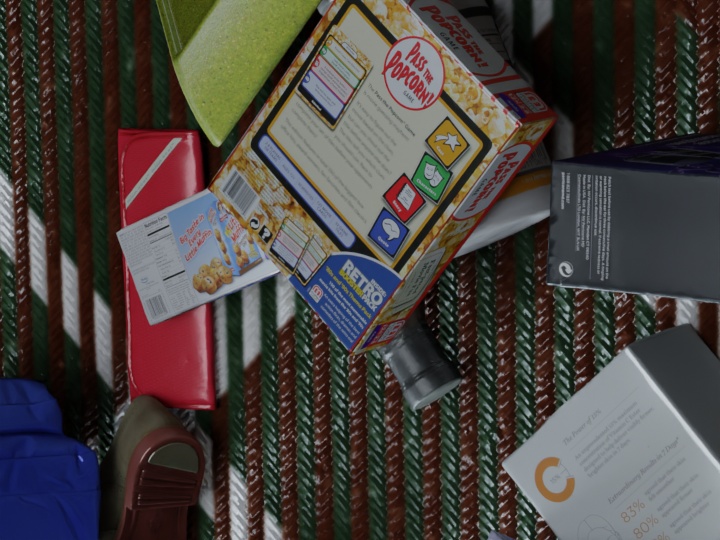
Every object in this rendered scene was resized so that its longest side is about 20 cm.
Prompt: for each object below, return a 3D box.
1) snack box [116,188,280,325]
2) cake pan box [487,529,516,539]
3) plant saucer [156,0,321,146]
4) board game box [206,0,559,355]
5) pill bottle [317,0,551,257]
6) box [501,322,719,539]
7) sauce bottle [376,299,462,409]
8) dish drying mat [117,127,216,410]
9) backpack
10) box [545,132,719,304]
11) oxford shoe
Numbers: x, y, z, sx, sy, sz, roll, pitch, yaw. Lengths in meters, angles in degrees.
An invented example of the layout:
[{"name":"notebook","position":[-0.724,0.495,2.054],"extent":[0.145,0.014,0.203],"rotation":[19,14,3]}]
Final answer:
[{"name":"snack box","position":[-0.095,-0.020,1.798],"extent":[0.200,0.024,0.072],"rotation":[-22,87,49]},{"name":"cake pan box","position":[0.091,0.270,1.626],"extent":[0.052,0.200,0.185],"rotation":[24,89,-18]},{"name":"plant saucer","position":[-0.079,-0.218,1.733],"extent":[0.200,0.048,0.200],"rotation":[-53,33,26]},{"name":"board game box","position":[0.010,-0.072,1.627],"extent":[0.152,0.046,0.200],"rotation":[49,123,19]},{"name":"pill bottle","position":[0.045,-0.112,1.697],"extent":[0.116,0.116,0.201],"rotation":[-25,84,32]},{"name":"box","position":[0.207,0.153,1.647],"extent":[0.124,0.097,0.200],"rotation":[-45,74,29]},{"name":"sauce bottle","position":[0.000,0.000,1.773],"extent":[0.065,0.065,0.201],"rotation":[-36,78,30]},{"name":"dish drying mat","position":[-0.140,-0.001,1.886],"extent":[0.076,0.018,0.201],"rotation":[3,99,31]},{"name":"backpack","position":[-0.283,0.165,1.905],"extent":[0.200,0.162,0.169],"rotation":[160,112,-63]},{"name":"box","position":[0.216,-0.033,1.552],"extent":[0.140,0.200,0.079],"rotation":[9,102,30]},{"name":"oxford shoe","position":[-0.165,0.183,1.914],"extent":[0.075,0.070,0.201],"rotation":[54,130,48]}]
